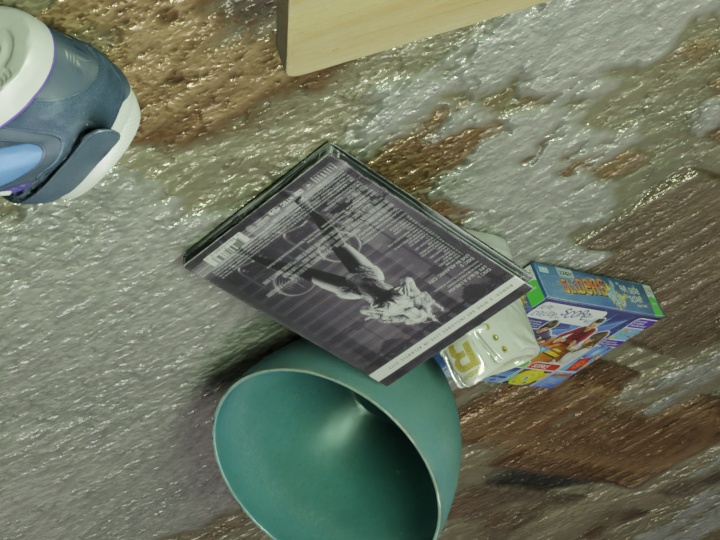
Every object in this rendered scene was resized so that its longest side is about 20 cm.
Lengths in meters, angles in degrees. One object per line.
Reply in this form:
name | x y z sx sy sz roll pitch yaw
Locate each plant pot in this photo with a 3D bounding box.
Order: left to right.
plant pot | 0.001 0.124 1.595 0.200 0.200 0.135 -44 -176 44

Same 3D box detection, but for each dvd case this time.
dvd case | 0.000 0.000 1.392 0.200 0.016 0.149 32 127 -32

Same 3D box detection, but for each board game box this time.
board game box | 0.158 0.051 1.733 0.135 0.035 0.200 -35 155 28

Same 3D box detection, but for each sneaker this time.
sneaker | -0.212 -0.054 1.088 0.200 0.081 0.146 -33 152 12
sneaker | 0.062 0.027 1.487 0.074 0.116 0.199 -35 153 35

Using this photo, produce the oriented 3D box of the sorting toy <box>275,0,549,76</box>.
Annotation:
sorting toy | 0.047 -0.200 1.005 0.199 0.070 0.199 -18 158 -11
